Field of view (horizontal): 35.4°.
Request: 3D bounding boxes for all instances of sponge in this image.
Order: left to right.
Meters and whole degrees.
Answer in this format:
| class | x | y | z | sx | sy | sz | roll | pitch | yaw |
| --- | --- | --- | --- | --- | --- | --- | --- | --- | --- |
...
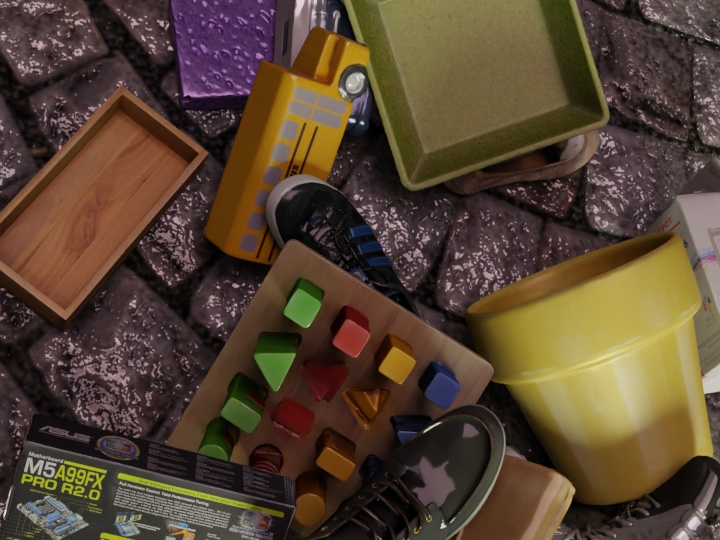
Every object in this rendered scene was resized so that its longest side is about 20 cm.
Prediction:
| class | x | y | z | sx | sy | sz | roll | pitch | yaw |
| --- | --- | --- | --- | --- | --- | --- | --- | --- | --- |
| sponge | -0.082 | -0.212 | 1.082 | 0.197 | 0.030 | 0.113 | -5 | 71 | -21 |

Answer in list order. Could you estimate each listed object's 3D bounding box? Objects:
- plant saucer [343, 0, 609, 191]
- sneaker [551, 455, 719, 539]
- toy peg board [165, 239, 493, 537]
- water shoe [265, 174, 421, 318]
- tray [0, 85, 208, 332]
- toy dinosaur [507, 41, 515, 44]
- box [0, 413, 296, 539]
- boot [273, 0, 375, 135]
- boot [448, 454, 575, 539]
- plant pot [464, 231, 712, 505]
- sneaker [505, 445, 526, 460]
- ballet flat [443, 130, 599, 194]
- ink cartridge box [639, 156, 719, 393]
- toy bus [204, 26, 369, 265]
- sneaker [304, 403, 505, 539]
| class | x | y | z | sx | sy | sz | roll | pitch | yaw |
| --- | --- | --- | --- | --- | --- | --- | --- | --- | --- |
| plant saucer | 0.104 | -0.198 | 1.033 | 0.197 | 0.048 | 0.202 | -18 | 95 | 5 |
| sneaker | 0.191 | 0.205 | 0.885 | 0.115 | 0.075 | 0.201 | 36 | 78 | 12 |
| toy peg board | -0.024 | 0.115 | 0.877 | 0.198 | 0.098 | 0.201 | 32 | 95 | -4 |
| water shoe | 0.000 | 0.000 | 0.950 | 0.071 | 0.079 | 0.200 | -44 | 118 | -8 |
| tray | -0.228 | -0.056 | 0.962 | 0.098 | 0.037 | 0.201 | 37 | 62 | -2 |
| toy dinosaur | 0.074 | -0.223 | 1.137 | 0.198 | 0.105 | 0.184 | 9 | 72 | 21 |
| box | -0.163 | 0.206 | 0.819 | 0.198 | 0.044 | 0.162 | 15 | 106 | -12 |
| boot | -0.029 | -0.225 | 1.056 | 0.089 | 0.073 | 0.203 | 12 | 74 | -23 |
| boot | 0.055 | 0.234 | 0.871 | 0.066 | 0.174 | 0.201 | 51 | 59 | -46 |
| plant pot | 0.214 | 0.089 | 0.979 | 0.199 | 0.200 | 0.191 | -23 | 93 | -26 |
| sneaker | 0.118 | 0.254 | 0.948 | 0.086 | 0.075 | 0.202 | -10 | 69 | -5 |
| ballet flat | 0.171 | -0.122 | 1.112 | 0.198 | 0.067 | 0.069 | -22 | 78 | -26 |
| ink cartridge box | 0.322 | 0.005 | 1.077 | 0.067 | 0.117 | 0.202 | -5 | 66 | -16 |
| toy bus | -0.063 | -0.109 | 0.964 | 0.078 | 0.065 | 0.202 | 12 | 104 | -35 |
| sneaker | 0.026 | 0.175 | 0.803 | 0.075 | 0.106 | 0.200 | 44 | 91 | 14 |
